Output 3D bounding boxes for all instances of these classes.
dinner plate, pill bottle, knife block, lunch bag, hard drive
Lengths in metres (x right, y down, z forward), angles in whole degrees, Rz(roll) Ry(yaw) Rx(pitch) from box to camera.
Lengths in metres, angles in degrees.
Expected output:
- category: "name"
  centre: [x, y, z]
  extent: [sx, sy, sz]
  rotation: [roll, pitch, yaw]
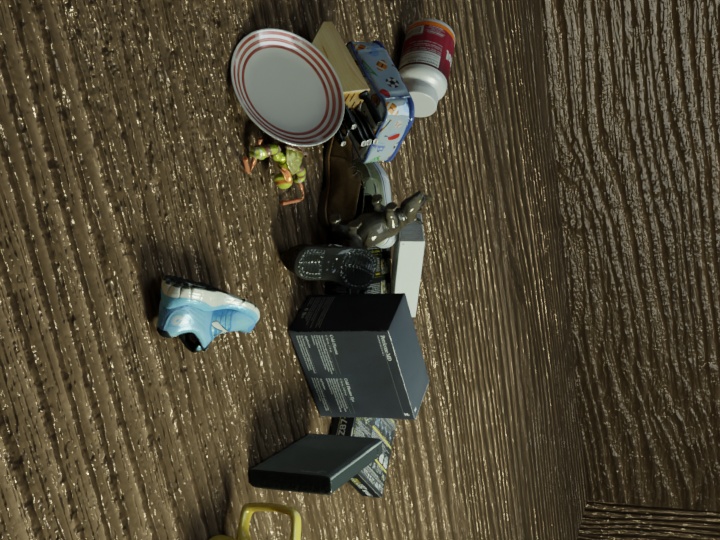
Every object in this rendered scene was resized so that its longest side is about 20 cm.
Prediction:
- category: "dinner plate"
  centre: [-0.114, -0.280, 1.401]
  extent: [0.200, 0.024, 0.201]
  rotation: [13, 66, -31]
- category: "pill bottle"
  centre: [0.138, -0.437, 1.968]
  extent: [0.113, 0.113, 0.201]
  rotation: [54, 42, -52]
- category: "knife block"
  centre: [-0.026, -0.305, 1.525]
  extent: [0.064, 0.175, 0.200]
  rotation: [-50, -165, 48]
- category: "lunch bag"
  centre: [0.015, -0.295, 1.589]
  extent: [0.200, 0.075, 0.160]
  rotation: [67, -29, 27]
- category: "hard drive"
  centre: [-0.066, 0.305, 1.438]
  extent: [0.200, 0.139, 0.033]
  rotation: [-16, 105, -66]

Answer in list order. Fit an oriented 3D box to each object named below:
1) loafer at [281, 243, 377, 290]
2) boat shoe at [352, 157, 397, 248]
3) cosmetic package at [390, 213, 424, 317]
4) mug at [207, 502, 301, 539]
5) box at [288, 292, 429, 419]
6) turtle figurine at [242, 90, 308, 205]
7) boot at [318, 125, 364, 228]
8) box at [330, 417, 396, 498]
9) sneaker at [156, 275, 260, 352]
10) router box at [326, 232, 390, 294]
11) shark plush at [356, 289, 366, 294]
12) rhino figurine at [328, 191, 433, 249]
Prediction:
- category: "loafer"
  centre: [-0.051, -0.017, 1.521]
  extent: [0.200, 0.071, 0.073]
  rotation: [13, 96, -47]
- category: "boat shoe"
  centre: [0.018, -0.135, 1.682]
  extent: [0.062, 0.072, 0.200]
  rotation: [20, 44, -48]
- category: "cosmetic package"
  centre: [0.089, -0.008, 1.730]
  extent: [0.083, 0.050, 0.200]
  rotation: [-90, -177, -46]
- category: "mug"
  centre: [-0.141, 0.432, 1.249]
  extent: [0.149, 0.153, 0.187]
  rotation: [-15, 102, -65]
- category: "box"
  centre: [0.002, 0.148, 1.550]
  extent: [0.104, 0.182, 0.200]
  rotation: [-62, 143, -48]
- category: "turtle figurine"
  centre: [-0.120, -0.198, 1.430]
  extent: [0.200, 0.064, 0.162]
  rotation: [27, 64, -62]
- category: "boot"
  centre: [-0.023, -0.173, 1.638]
  extent: [0.074, 0.075, 0.201]
  rotation: [33, 58, -60]
- category: "box"
  centre: [0.005, 0.319, 1.714]
  extent: [0.200, 0.049, 0.162]
  rotation: [55, 42, -51]
- category: "sneaker"
  centre: [-0.213, 0.066, 1.229]
  extent: [0.200, 0.078, 0.090]
  rotation: [21, 89, -61]
- category: "router box"
  centre: [0.000, 0.000, 1.710]
  extent: [0.200, 0.051, 0.150]
  rotation: [-6, 97, -66]
- category: "shark plush"
  centre: [0.012, 0.102, 1.635]
  extent: [0.200, 0.083, 0.091]
  rotation: [92, -21, -69]
- category: "rhino figurine"
  centre: [0.041, -0.089, 1.589]
  extent: [0.060, 0.200, 0.088]
  rotation: [52, -21, 37]
